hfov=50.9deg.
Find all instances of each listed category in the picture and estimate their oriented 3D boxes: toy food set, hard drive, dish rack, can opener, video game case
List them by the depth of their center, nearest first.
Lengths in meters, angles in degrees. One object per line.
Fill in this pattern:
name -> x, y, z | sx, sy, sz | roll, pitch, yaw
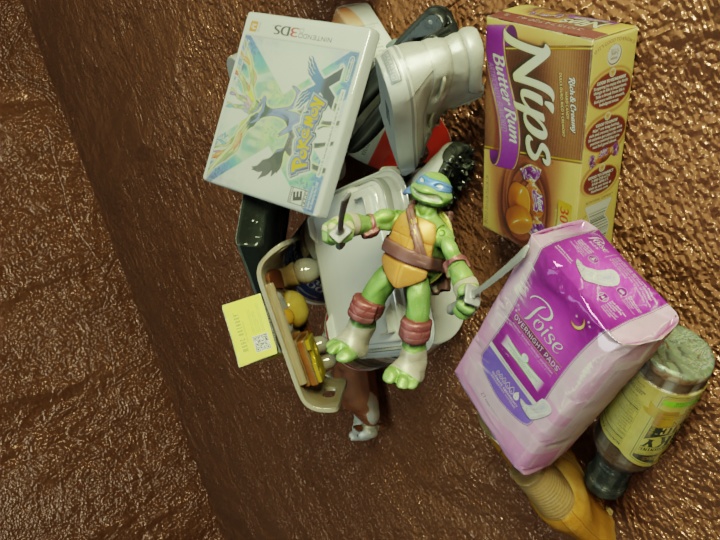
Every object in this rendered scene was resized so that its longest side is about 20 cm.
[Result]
can opener -> 0.030, -0.195, 0.784 | 0.200, 0.079, 0.064 | -36, 80, 47
video game case -> -0.081, -0.174, 0.826 | 0.182, 0.022, 0.201 | 20, 96, 35
dish rack -> 0.000, 0.000, 0.837 | 0.171, 0.043, 0.201 | -14, 85, 56
toy food set -> -0.059, 0.059, 0.903 | 0.144, 0.060, 0.201 | -63, -46, -83
hard drive -> -0.120, -0.058, 0.958 | 0.200, 0.033, 0.140 | 94, -177, -70

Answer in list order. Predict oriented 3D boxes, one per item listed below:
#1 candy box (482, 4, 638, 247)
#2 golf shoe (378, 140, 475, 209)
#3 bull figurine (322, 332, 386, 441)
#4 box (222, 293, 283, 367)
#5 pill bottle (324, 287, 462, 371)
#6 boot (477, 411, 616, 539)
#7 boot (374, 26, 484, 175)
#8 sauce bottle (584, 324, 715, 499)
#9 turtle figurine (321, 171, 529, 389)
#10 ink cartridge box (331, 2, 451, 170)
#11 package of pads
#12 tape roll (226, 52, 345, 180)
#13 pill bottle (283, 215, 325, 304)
candy box -> 0.164, -0.114, 0.649 | 0.117, 0.056, 0.201 | 36, 140, 46
golf shoe -> 0.054, -0.089, 0.833 | 0.095, 0.078, 0.200 | 50, 147, 12
bull figurine -> -0.014, 0.170, 1.173 | 0.121, 0.065, 0.201 | 34, 137, 44
box -> -0.111, 0.072, 0.928 | 0.200, 0.050, 0.076 | 36, -143, -82
pill bottle -> 0.039, 0.058, 0.942 | 0.114, 0.114, 0.200 | 66, 153, 4
boot -> 0.196, 0.199, 0.798 | 0.144, 0.071, 0.201 | 47, -162, -24
boot -> 0.070, -0.151, 0.702 | 0.200, 0.095, 0.074 | 72, 180, -79
sauce bottle -> 0.246, 0.134, 0.670 | 0.065, 0.065, 0.200 | 48, 149, 35
turtle figurine -> 0.029, 0.012, 0.682 | 0.200, 0.143, 0.194 | -109, 31, -65
ink cartridge box -> 0.013, -0.181, 0.888 | 0.200, 0.050, 0.162 | 63, 154, 18
package of pads -> 0.161, 0.069, 0.635 | 0.121, 0.075, 0.200 | 55, 144, 30
tape roll -> -0.096, -0.193, 0.973 | 0.203, 0.071, 0.203 | 58, 169, 19
pill bottle -> -0.032, -0.033, 1.010 | 0.111, 0.111, 0.200 | 64, 153, 9
